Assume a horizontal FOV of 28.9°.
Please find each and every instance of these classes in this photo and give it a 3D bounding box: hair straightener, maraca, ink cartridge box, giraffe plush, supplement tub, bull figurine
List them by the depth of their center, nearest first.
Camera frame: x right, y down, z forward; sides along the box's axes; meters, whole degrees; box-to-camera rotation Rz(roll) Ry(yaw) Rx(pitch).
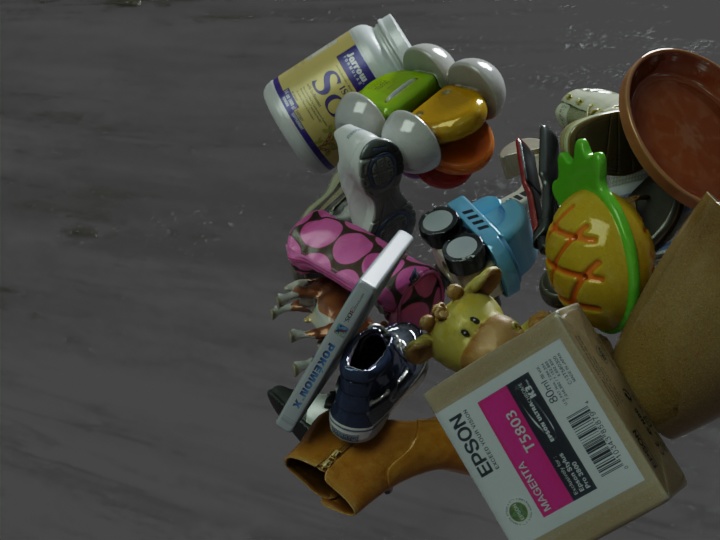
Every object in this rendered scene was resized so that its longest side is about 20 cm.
[{"bbox_3d":[0.181,0.157,1.316,0.165,0.075,0.200,-35,80,24],"label":"ink cartridge box"},{"bbox_3d":[0.240,-0.033,1.434,0.137,0.107,0.200,144,115,-66],"label":"maraca"},{"bbox_3d":[0.140,0.084,1.448,0.200,0.162,0.173,3,56,37],"label":"giraffe plush"},{"bbox_3d":[0.216,-0.093,1.560,0.077,0.041,0.200,-29,35,27],"label":"hair straightener"},{"bbox_3d":[-0.031,0.069,1.651,0.121,0.065,0.200,-8,31,-14],"label":"bull figurine"},{"bbox_3d":[-0.012,-0.236,1.867,0.200,0.145,0.145,-32,41,8],"label":"supplement tub"}]

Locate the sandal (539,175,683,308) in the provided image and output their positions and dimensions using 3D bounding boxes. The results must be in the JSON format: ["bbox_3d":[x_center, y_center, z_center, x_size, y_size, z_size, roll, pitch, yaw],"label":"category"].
[{"bbox_3d":[0.269,-0.041,1.518,0.200,0.055,0.082,-38,37,3],"label":"sandal"}]

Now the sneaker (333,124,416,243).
[{"bbox_3d":[0.013,-0.095,1.685,0.074,0.200,0.087,-27,47,-21],"label":"sneaker"}]

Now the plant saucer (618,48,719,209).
[{"bbox_3d":[0.358,-0.146,1.498,0.032,0.200,0.200,-45,25,51],"label":"plant saucer"}]

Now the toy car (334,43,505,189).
[{"bbox_3d":[0.082,-0.176,1.731,0.175,0.150,0.200,-40,42,-23],"label":"toy car"}]

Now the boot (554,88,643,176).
[{"bbox_3d":[0.267,-0.161,1.571,0.200,0.072,0.155,-13,22,-32],"label":"boot"}]

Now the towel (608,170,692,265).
[{"bbox_3d":[0.345,-0.085,1.563,0.147,0.024,0.200,-14,44,29],"label":"towel"}]

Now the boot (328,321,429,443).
[{"bbox_3d":[0.028,0.088,1.449,0.073,0.090,0.200,16,34,12],"label":"boot"}]

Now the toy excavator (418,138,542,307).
[{"bbox_3d":[0.166,-0.058,1.631,0.200,0.100,0.194,-27,39,-8],"label":"toy excavator"}]

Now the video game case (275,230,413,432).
[{"bbox_3d":[-0.013,0.059,1.461,0.182,0.022,0.200,-60,-4,20],"label":"video game case"}]

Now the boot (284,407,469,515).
[{"bbox_3d":[0.035,0.203,1.431,0.201,0.071,0.144,23,46,20],"label":"boot"}]

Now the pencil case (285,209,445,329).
[{"bbox_3d":[0.000,0.000,1.624,0.200,0.091,0.094,27,51,37],"label":"pencil case"}]

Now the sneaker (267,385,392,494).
[{"bbox_3d":[-0.015,0.168,1.559,0.200,0.074,0.089,28,64,33],"label":"sneaker"}]

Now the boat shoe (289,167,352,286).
[{"bbox_3d":[-0.022,-0.063,1.771,0.073,0.075,0.200,6,59,40],"label":"boat shoe"}]

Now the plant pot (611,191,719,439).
[{"bbox_3d":[0.333,0.058,1.341,0.200,0.186,0.186,-48,39,13],"label":"plant pot"}]
